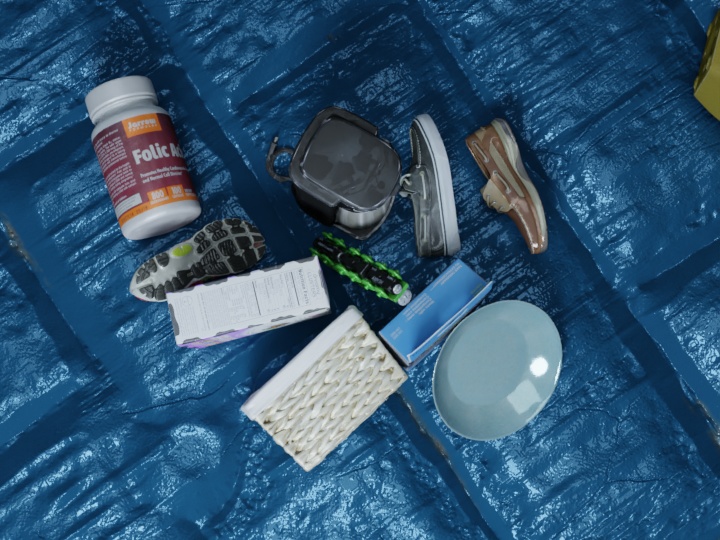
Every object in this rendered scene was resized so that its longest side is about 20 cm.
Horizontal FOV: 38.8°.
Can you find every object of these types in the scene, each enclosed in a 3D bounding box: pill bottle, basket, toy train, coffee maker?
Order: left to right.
[{"bbox_3d":[-0.301,-0.155,1.402,0.113,0.114,0.202,-20,84,-3],"label":"pill bottle"},{"bbox_3d":[-0.045,0.157,1.358,0.200,0.136,0.124,-42,89,-5],"label":"basket"},{"bbox_3d":[-0.042,-0.128,1.358,0.190,0.200,0.136,6,82,0],"label":"coffee maker"},{"bbox_3d":[0.000,0.000,1.361,0.042,0.200,0.056,-51,130,-7],"label":"toy train"}]

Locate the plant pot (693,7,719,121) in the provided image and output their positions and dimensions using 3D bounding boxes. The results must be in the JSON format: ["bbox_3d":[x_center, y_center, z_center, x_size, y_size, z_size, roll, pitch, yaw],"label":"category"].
[{"bbox_3d":[0.572,-0.285,1.392,0.198,0.196,0.196,15,83,8],"label":"plant pot"}]

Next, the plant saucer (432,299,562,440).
[{"bbox_3d":[0.178,0.129,1.379,0.199,0.039,0.203,-8,111,-22],"label":"plant saucer"}]

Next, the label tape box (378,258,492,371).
[{"bbox_3d":[0.095,0.056,1.335,0.143,0.200,0.066,-42,80,-5],"label":"label tape box"}]

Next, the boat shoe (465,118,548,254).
[{"bbox_3d":[0.203,-0.111,1.426,0.071,0.076,0.202,-20,74,1],"label":"boat shoe"}]

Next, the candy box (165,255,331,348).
[{"bbox_3d":[-0.141,0.044,1.351,0.198,0.168,0.072,-14,85,-3],"label":"candy box"}]

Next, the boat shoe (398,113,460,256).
[{"bbox_3d":[0.088,-0.116,1.421,0.070,0.072,0.202,-11,85,-6],"label":"boat shoe"}]

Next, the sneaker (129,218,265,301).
[{"bbox_3d":[-0.227,-0.014,1.406,0.199,0.085,0.078,-22,91,-25],"label":"sneaker"}]
